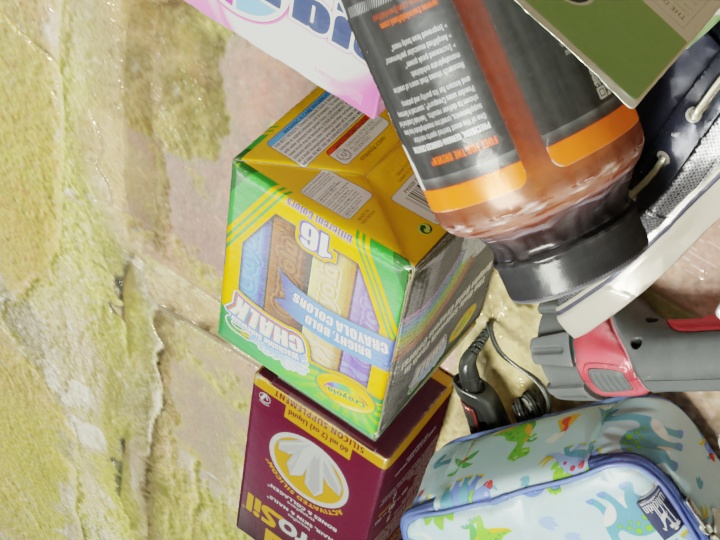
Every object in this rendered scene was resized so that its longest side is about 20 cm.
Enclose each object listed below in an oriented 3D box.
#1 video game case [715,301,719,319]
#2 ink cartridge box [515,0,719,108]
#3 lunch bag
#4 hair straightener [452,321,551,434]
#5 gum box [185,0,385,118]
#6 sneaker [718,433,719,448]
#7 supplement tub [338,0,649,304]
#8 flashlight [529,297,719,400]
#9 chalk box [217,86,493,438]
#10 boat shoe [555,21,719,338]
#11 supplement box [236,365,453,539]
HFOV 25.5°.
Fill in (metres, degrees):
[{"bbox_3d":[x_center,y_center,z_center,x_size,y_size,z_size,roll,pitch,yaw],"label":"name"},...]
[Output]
[{"bbox_3d":[0.272,-0.003,0.701,0.143,0.018,0.200,40,124,6],"label":"video game case"},{"bbox_3d":[0.090,-0.149,0.638,0.145,0.200,0.048,42,142,3],"label":"ink cartridge box"},{"bbox_3d":[0.139,0.168,0.976,0.199,0.083,0.161,-19,116,36],"label":"lunch bag"},{"bbox_3d":[0.112,0.119,1.034,0.077,0.041,0.201,0,121,27],"label":"hair straightener"},{"bbox_3d":[-0.038,-0.180,0.848,0.199,0.066,0.114,33,145,15],"label":"gum box"},{"bbox_3d":[0.225,0.091,0.790,0.075,0.200,0.082,-43,75,12],"label":"sneaker"},{"bbox_3d":[0.061,-0.088,0.723,0.107,0.107,0.201,-13,104,50],"label":"supplement tub"},{"bbox_3d":[0.187,0.035,0.848,0.199,0.068,0.068,-7,87,43],"label":"flashlight"},{"bbox_3d":[0.000,0.000,0.942,0.123,0.124,0.201,32,141,16],"label":"chalk box"},{"bbox_3d":[0.141,-0.054,0.792,0.093,0.075,0.200,47,131,6],"label":"boat shoe"},{"bbox_3d":[-0.016,0.132,1.120,0.110,0.086,0.201,32,143,17],"label":"supplement box"}]
